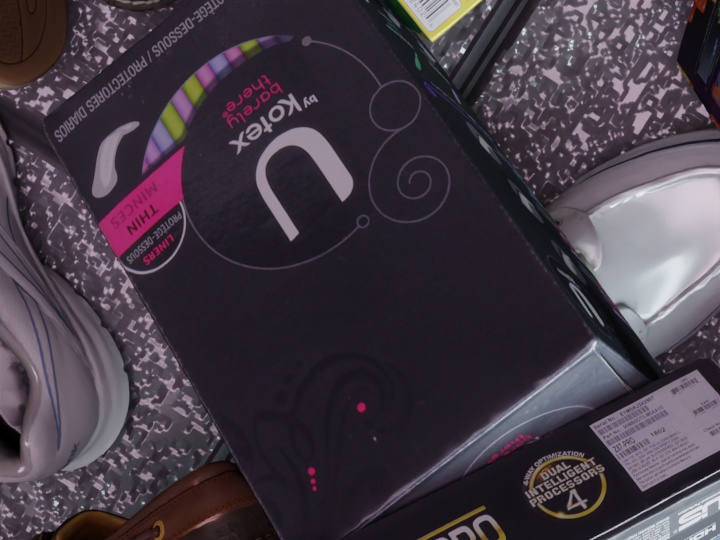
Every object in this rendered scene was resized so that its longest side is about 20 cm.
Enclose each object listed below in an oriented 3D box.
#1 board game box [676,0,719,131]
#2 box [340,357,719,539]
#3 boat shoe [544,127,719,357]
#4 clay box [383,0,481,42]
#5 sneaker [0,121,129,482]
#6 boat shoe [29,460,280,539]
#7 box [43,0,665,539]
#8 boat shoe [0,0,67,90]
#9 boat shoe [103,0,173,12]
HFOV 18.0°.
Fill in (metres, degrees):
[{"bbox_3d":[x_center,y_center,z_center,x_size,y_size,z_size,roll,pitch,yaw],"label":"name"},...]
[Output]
[{"bbox_3d":[0.215,-0.048,0.751,0.200,0.165,0.057,15,108,-4],"label":"board game box"},{"bbox_3d":[0.042,0.131,0.743,0.200,0.049,0.161,-26,140,-14],"label":"box"},{"bbox_3d":[0.072,0.019,0.842,0.200,0.067,0.074,-36,95,11],"label":"boat shoe"},{"bbox_3d":[0.060,-0.186,0.768,0.200,0.048,0.115,-41,108,-1],"label":"clay box"},{"bbox_3d":[-0.157,-0.008,0.853,0.074,0.087,0.200,-35,94,12],"label":"sneaker"},{"bbox_3d":[-0.086,0.116,0.796,0.200,0.072,0.068,-28,81,47],"label":"boat shoe"},{"bbox_3d":[0.000,0.000,0.781,0.122,0.106,0.200,-39,61,9],"label":"box"},{"bbox_3d":[-0.189,-0.143,0.849,0.200,0.072,0.065,48,141,-4],"label":"boat shoe"},{"bbox_3d":[-0.086,-0.141,0.770,0.072,0.202,0.060,-4,64,-1],"label":"boat shoe"}]
